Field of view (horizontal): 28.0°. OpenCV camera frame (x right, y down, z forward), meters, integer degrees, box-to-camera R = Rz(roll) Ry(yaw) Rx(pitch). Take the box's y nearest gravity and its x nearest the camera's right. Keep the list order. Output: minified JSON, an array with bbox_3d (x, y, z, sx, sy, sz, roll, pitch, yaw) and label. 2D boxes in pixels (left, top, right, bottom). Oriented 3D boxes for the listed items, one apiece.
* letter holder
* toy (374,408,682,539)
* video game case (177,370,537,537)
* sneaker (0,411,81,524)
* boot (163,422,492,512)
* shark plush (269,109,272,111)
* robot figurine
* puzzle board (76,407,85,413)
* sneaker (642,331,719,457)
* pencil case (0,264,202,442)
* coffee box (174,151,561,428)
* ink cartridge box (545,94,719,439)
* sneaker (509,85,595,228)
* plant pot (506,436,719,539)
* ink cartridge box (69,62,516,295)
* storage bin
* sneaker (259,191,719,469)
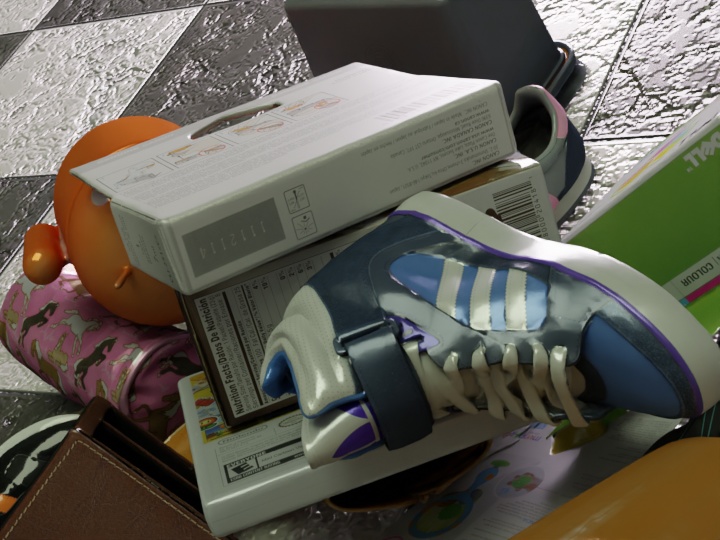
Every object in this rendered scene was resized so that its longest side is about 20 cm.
[{"bbox_3d":[-0.148,0.195,0.769,0.200,0.142,0.101,-54,6,1],"label":"letter holder"},{"bbox_3d":[0.073,0.140,0.738,0.200,0.047,0.115,-41,22,-26],"label":"toy"},{"bbox_3d":[0.005,0.063,0.769,0.199,0.023,0.182,-20,18,-6],"label":"video game case"},{"bbox_3d":[-0.226,0.175,0.896,0.200,0.070,0.090,-37,39,4],"label":"sneaker"},{"bbox_3d":[-0.030,0.105,0.805,0.200,0.071,0.144,-23,12,-1],"label":"boot"},{"bbox_3d":[-0.056,-0.026,1.007,0.200,0.083,0.091,-50,54,19],"label":"shark plush"},{"bbox_3d":[-0.132,-0.034,0.916,0.117,0.143,0.200,-69,21,9],"label":"robot figurine"},{"bbox_3d":[-0.090,0.080,0.958,0.200,0.017,0.151,-36,35,-9],"label":"puzzle board"},{"bbox_3d":[0.207,0.060,0.703,0.200,0.075,0.079,-55,6,-24],"label":"sneaker"},{"bbox_3d":[-0.165,0.053,0.962,0.087,0.083,0.200,-52,38,-12],"label":"pencil case"},{"bbox_3d":[0.000,0.000,0.791,0.199,0.080,0.114,-20,16,-7],"label":"coffee box"},{"bbox_3d":[0.165,-0.019,0.751,0.200,0.076,0.148,-40,-2,-38],"label":"ink cartridge box"},{"bbox_3d":[0.080,-0.034,0.917,0.070,0.082,0.201,3,47,37],"label":"sneaker"},{"bbox_3d":[0.115,0.168,0.574,0.199,0.201,0.183,11,36,43],"label":"plant pot"},{"bbox_3d":[-0.042,-0.059,0.797,0.199,0.045,0.176,-24,20,-20],"label":"ink cartridge box"},{"bbox_3d":[0.050,-0.175,1.066,0.199,0.135,0.146,8,50,40],"label":"storage bin"},{"bbox_3d":[0.045,0.052,0.648,0.199,0.081,0.146,28,64,38],"label":"sneaker"}]
